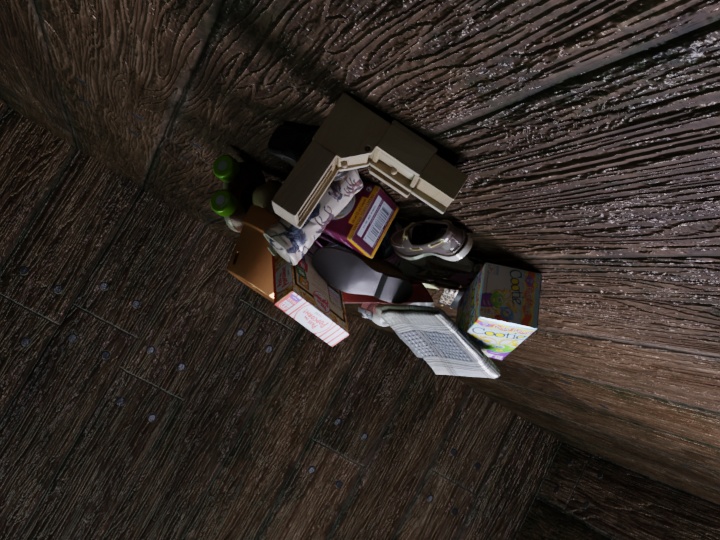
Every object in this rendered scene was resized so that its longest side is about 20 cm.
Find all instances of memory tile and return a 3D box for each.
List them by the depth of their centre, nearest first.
[{"bbox_3d":[0.169,0.020,1.554,0.199,0.017,0.153,13,-173,24],"label":"memory tile"}]

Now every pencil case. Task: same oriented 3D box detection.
[{"bbox_3d":[-0.081,-0.102,1.304,0.078,0.200,0.089,41,173,-10],"label":"pencil case"}]

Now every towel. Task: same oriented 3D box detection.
[{"bbox_3d":[0.136,0.133,1.425,0.193,0.035,0.199,45,157,-25],"label":"towel"}]

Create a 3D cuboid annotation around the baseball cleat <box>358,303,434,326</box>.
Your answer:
[{"bbox_3d":[0.073,0.071,1.626,0.106,0.070,0.199,22,-167,35],"label":"baseball cleat"}]

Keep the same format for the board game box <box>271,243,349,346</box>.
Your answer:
[{"bbox_3d":[-0.094,0.021,1.397,0.151,0.046,0.201,41,-156,-33],"label":"board game box"}]

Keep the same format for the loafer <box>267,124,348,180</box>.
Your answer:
[{"bbox_3d":[-0.071,-0.189,1.240,0.071,0.073,0.200,30,-178,-43],"label":"loafer"}]

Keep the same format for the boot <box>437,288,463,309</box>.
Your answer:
[{"bbox_3d":[0.250,0.083,1.704,0.150,0.073,0.200,27,167,9],"label":"boot"}]

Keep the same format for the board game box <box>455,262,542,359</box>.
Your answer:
[{"bbox_3d":[0.242,0.077,1.381,0.102,0.106,0.200,12,157,-3],"label":"board game box"}]

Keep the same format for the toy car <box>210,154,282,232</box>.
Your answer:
[{"bbox_3d":[-0.198,-0.169,1.671,0.199,0.159,0.164,-5,162,20],"label":"toy car"}]

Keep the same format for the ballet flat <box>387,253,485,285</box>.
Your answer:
[{"bbox_3d":[0.148,-0.019,1.461,0.199,0.069,0.071,12,145,16],"label":"ballet flat"}]

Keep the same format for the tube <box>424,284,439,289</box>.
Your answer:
[{"bbox_3d":[0.094,-0.001,1.843,0.199,0.058,0.052,27,129,-6],"label":"tube"}]

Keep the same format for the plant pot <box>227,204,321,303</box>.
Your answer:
[{"bbox_3d":[-0.177,-0.020,1.563,0.199,0.141,0.200,32,171,6],"label":"plant pot"}]

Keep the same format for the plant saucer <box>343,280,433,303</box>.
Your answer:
[{"bbox_3d":[0.043,0.035,1.571,0.198,0.037,0.200,0,-175,0],"label":"plant saucer"}]

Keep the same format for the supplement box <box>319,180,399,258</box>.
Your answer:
[{"bbox_3d":[-0.045,-0.114,1.412,0.199,0.111,0.086,23,169,36],"label":"supplement box"}]

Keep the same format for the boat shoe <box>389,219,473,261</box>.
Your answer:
[{"bbox_3d":[0.113,-0.059,1.362,0.059,0.072,0.200,41,163,-29],"label":"boat shoe"}]

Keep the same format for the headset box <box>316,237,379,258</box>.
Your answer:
[{"bbox_3d":[-0.070,-0.095,1.563,0.200,0.075,0.149,46,180,35],"label":"headset box"}]

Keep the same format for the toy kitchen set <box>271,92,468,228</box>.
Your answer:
[{"bbox_3d":[0.011,-0.101,1.073,0.199,0.181,0.163,33,173,1],"label":"toy kitchen set"}]

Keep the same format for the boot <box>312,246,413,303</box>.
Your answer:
[{"bbox_3d":[0.000,0.000,1.425,0.199,0.074,0.076,21,-155,-17],"label":"boot"}]

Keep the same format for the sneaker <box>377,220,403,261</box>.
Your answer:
[{"bbox_3d":[0.074,-0.053,1.569,0.076,0.076,0.200,-8,163,-6],"label":"sneaker"}]
